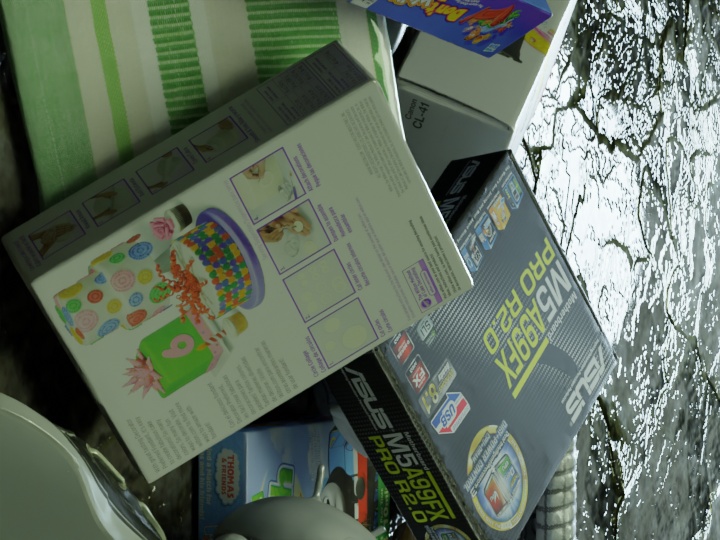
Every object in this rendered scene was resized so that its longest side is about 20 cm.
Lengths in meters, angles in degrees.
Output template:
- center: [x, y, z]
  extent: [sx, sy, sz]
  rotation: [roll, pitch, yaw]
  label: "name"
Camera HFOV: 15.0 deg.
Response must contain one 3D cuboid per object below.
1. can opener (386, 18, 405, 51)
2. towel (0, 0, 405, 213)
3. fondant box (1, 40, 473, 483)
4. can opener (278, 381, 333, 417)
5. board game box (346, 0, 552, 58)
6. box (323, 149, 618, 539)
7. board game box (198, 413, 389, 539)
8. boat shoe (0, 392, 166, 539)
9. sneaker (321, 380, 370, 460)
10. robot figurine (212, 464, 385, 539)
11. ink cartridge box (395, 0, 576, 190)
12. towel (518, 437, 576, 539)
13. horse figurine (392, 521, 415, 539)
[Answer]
- center: [-0.016, -0.088, 1.464]
  extent: [0.053, 0.067, 0.200]
  rotation: [-8, 106, -74]
  label: "can opener"
- center: [-0.077, -0.090, 1.395]
  extent: [0.023, 0.200, 0.153]
  rotation: [-146, -136, -64]
  label: "towel"
- center: [-0.060, -0.004, 1.382]
  extent: [0.058, 0.200, 0.144]
  rotation: [49, -12, 53]
  label: "fondant box"
- center: [0.009, 0.048, 1.701]
  extent: [0.200, 0.053, 0.067]
  rotation: [-49, 133, -54]
  label: "can opener"
- center: [0.014, -0.217, 1.415]
  extent: [0.134, 0.045, 0.200]
  rotation: [16, 47, -54]
  label: "board game box"
- center: [0.065, 0.050, 1.562]
  extent: [0.160, 0.044, 0.200]
  rotation: [61, 40, -23]
  label: "box"
- center: [-0.037, 0.163, 1.621]
  extent: [0.200, 0.037, 0.151]
  rotation: [-2, 93, -65]
  label: "board game box"
- center: [-0.153, 0.115, 1.344]
  extent: [0.200, 0.071, 0.064]
  rotation: [54, 10, -41]
  label: "boat shoe"
- center: [0.000, 0.000, 1.593]
  extent: [0.199, 0.079, 0.130]
  rotation: [53, 34, -17]
  label: "sneaker"
- center: [-0.052, 0.205, 1.464]
  extent: [0.200, 0.113, 0.170]
  rotation: [-59, 148, -19]
  label: "robot figurine"
- center: [0.070, -0.115, 1.731]
  extent: [0.148, 0.086, 0.200]
  rotation: [108, 4, -46]
  label: "ink cartridge box"
- center: [0.094, 0.099, 1.789]
  extent: [0.200, 0.085, 0.166]
  rotation: [-90, 178, -71]
  label: "towel"
- center: [0.045, 0.204, 1.751]
  extent: [0.200, 0.050, 0.133]
  rotation: [18, 67, -83]
  label: "horse figurine"
